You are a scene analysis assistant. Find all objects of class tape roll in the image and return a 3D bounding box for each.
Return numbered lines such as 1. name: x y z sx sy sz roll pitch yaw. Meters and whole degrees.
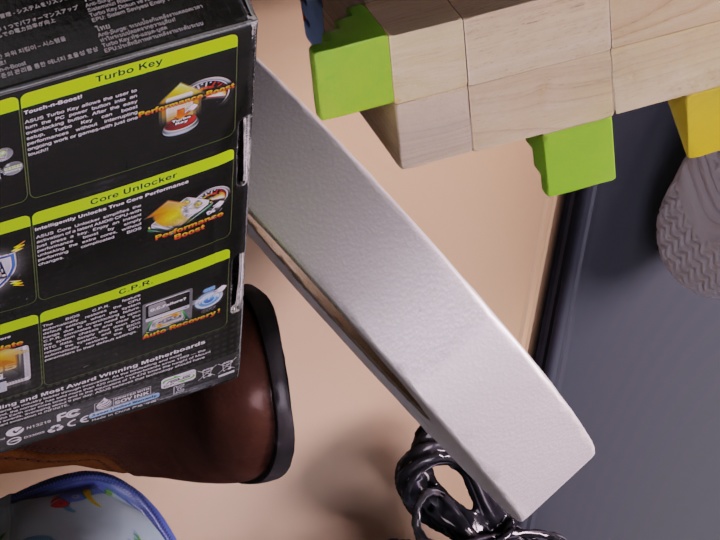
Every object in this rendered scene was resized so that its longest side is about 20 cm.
1. tape roll: 0.000 0.000 0.939 0.037 0.203 0.203 -43 128 -3

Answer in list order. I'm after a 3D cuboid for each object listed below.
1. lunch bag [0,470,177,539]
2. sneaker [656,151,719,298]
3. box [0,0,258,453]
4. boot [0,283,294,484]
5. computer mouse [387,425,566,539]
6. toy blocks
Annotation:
1. lunch bag: -0.137 0.173 0.992 0.200 0.082 0.161 -26 119 9
2. sneaker: 0.214 -0.056 1.104 0.200 0.075 0.114 -41 160 25
3. box: -0.129 -0.002 0.759 0.200 0.048 0.193 -17 150 -13
4. boot: -0.137 0.047 0.906 0.200 0.188 0.069 -9 101 -27
5. computer mouse: 0.010 0.169 1.091 0.139 0.053 0.200 52 55 -34
6. toy blocks: 0.059 -0.105 0.964 0.200 0.137 0.100 -16 125 -13
